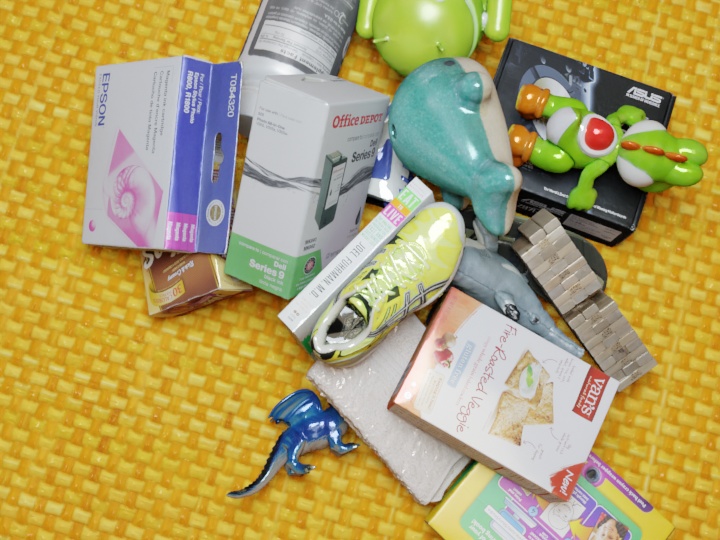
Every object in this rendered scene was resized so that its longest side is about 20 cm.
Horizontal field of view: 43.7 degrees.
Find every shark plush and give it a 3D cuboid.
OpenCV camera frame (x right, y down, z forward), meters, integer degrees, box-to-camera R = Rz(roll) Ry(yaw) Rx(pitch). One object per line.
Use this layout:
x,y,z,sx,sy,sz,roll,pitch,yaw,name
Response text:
0.146,0.036,0.943,0.091,0.083,0.201,-38,100,11,shark plush

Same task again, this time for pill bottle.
-0.075,-0.245,1.014,0.112,0.113,0.203,20,80,3,pill bottle

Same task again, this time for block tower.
0.235,0.032,0.956,0.054,0.058,0.201,-36,103,7,block tower

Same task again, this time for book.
0.000,0.000,0.956,0.048,0.134,0.200,43,82,15,book

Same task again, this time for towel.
0.048,0.135,0.947,0.133,0.034,0.200,-45,100,-20,towel

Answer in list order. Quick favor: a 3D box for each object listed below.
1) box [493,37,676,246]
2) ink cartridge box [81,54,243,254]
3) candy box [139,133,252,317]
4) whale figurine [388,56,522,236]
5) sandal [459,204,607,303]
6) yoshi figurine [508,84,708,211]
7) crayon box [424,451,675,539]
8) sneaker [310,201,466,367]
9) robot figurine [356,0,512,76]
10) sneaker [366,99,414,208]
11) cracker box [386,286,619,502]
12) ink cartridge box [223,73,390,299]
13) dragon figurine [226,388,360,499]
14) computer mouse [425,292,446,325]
0.228,-0.142,1.011,0.197,0.086,0.166,20,79,3,box
-0.213,-0.120,0.941,0.198,0.043,0.200,3,88,39,ink cartridge box
-0.189,-0.061,0.979,0.116,0.056,0.203,-19,78,34,candy box
0.090,-0.121,0.882,0.102,0.160,0.202,-8,48,-14,whale figurine
0.184,-0.024,0.998,0.199,0.057,0.081,25,104,-3,sandal
0.254,-0.124,0.931,0.197,0.114,0.112,18,39,17,yoshi figurine
0.196,0.267,0.947,0.200,0.058,0.173,42,83,7,crayon box
0.029,0.020,0.864,0.075,0.076,0.201,41,99,10,sneaker
0.083,-0.283,0.986,0.173,0.117,0.201,9,37,20,robot figurine
0.044,-0.128,1.017,0.197,0.081,0.116,-27,84,2,sneaker
0.144,0.127,0.910,0.198,0.058,0.135,29,74,1,cracker box
-0.054,-0.091,0.922,0.083,0.146,0.203,22,112,21,ink cartridge box
-0.064,0.164,0.962,0.198,0.059,0.100,-25,78,-10,dragon figurine
0.082,0.082,0.999,0.058,0.034,0.201,37,86,-10,computer mouse
